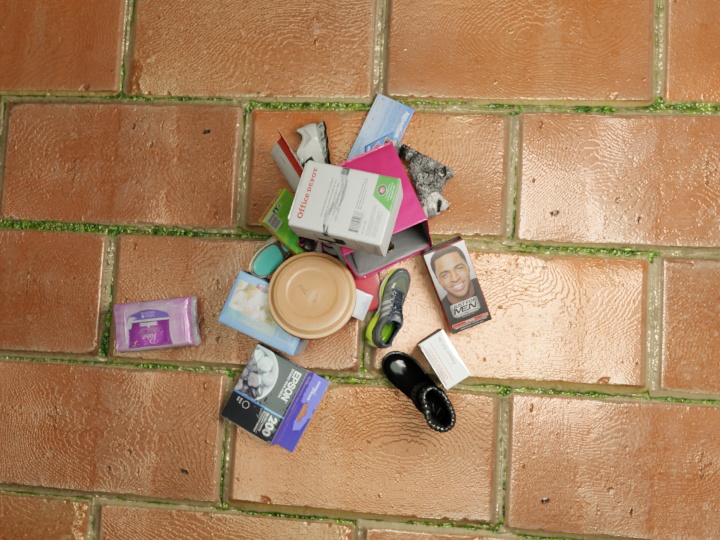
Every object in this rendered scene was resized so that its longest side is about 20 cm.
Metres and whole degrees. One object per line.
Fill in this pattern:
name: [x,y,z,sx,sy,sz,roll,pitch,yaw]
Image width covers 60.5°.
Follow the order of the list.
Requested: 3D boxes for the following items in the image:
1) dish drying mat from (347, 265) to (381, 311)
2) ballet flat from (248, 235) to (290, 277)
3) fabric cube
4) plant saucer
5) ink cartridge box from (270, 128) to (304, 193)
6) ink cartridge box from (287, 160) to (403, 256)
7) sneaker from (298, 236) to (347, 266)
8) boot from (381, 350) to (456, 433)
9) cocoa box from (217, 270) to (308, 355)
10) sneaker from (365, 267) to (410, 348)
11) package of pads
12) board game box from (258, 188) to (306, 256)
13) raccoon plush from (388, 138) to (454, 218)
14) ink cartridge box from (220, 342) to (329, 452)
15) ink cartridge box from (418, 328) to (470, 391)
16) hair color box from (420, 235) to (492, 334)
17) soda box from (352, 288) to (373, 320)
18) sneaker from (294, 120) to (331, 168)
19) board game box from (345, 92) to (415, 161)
dish drying mat: [0.000,0.000,1.494,0.076,0.018,0.201,-19,85,3]
ballet flat: [-0.203,-0.047,1.454,0.062,0.200,0.068,1,124,42]
fabric cube: [0.031,-0.128,1.390,0.195,0.200,0.200,-24,71,2]
plant saucer: [-0.108,0.053,1.370,0.199,0.032,0.202,0,71,-1]
ink cartridge box: [-0.155,-0.225,1.430,0.057,0.200,0.163,-33,84,2]
ink cartridge box: [-0.029,-0.126,1.250,0.199,0.083,0.148,15,77,13]
sneaker: [-0.101,-0.068,1.436,0.086,0.080,0.201,-30,122,-9]
boot: [0.131,0.267,1.393,0.211,0.158,0.080,42,91,6]
cocoa box: [-0.207,0.099,1.450,0.199,0.131,0.134,24,89,6]
sneaker: [0.078,0.093,1.439,0.073,0.081,0.201,15,92,-25]
package of pads: [-0.492,0.132,1.504,0.198,0.076,0.121,-6,85,5]
board game box: [-0.144,-0.091,1.444,0.030,0.200,0.096,11,63,49]
raccoon plush: [0.131,-0.209,1.473,0.199,0.097,0.135,33,100,26]
ink cartridge box: [-0.205,0.308,1.483,0.199,0.043,0.199,27,89,5]
ink cartridge box: [0.185,0.195,1.371,0.067,0.200,0.117,-33,84,3]
hair color box: [0.221,0.034,1.421,0.101,0.061,0.201,-22,101,4]
soda box: [-0.073,0.049,1.445,0.199,0.068,0.064,24,89,0]
sneaker: [-0.116,-0.259,1.496,0.088,0.074,0.201,-9,76,4]
board game box: [0.046,-0.322,1.508,0.102,0.019,0.201,26,89,8]
